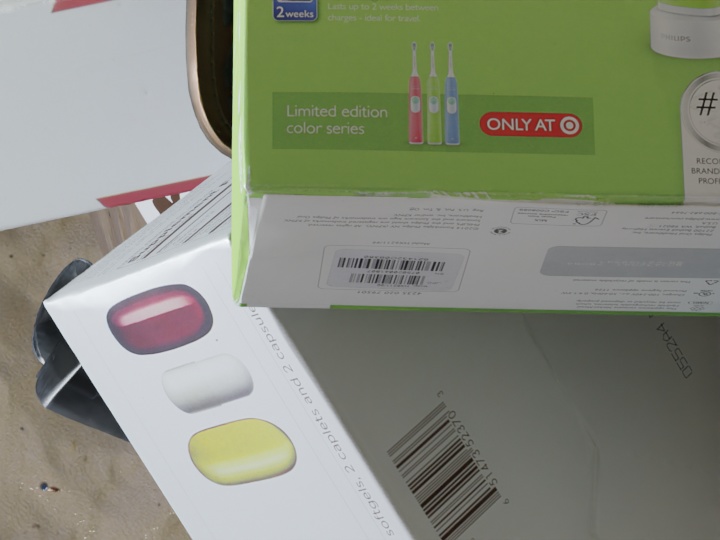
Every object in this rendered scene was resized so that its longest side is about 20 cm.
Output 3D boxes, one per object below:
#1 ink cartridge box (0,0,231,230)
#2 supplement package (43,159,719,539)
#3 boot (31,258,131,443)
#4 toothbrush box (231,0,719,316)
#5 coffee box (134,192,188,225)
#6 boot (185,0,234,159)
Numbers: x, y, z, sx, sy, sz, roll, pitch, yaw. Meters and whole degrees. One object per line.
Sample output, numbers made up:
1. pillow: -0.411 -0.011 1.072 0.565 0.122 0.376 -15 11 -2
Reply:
1. ink cartridge box: -0.096 -0.099 0.991 0.200 0.146 0.083 -98 -4 -64
2. supplement package: 0.029 0.044 0.852 0.111 0.156 0.200 -18 107 53
3. boot: -0.056 0.057 1.191 0.066 0.200 0.165 -62 21 7
4. toothbrush box: 0.037 -0.094 0.745 0.086 0.145 0.201 102 167 -68
5. coffee box: 0.000 0.000 1.110 0.200 0.113 0.080 58 144 -3
6. boot: -0.028 -0.110 0.850 0.097 0.075 0.201 -35 38 58
